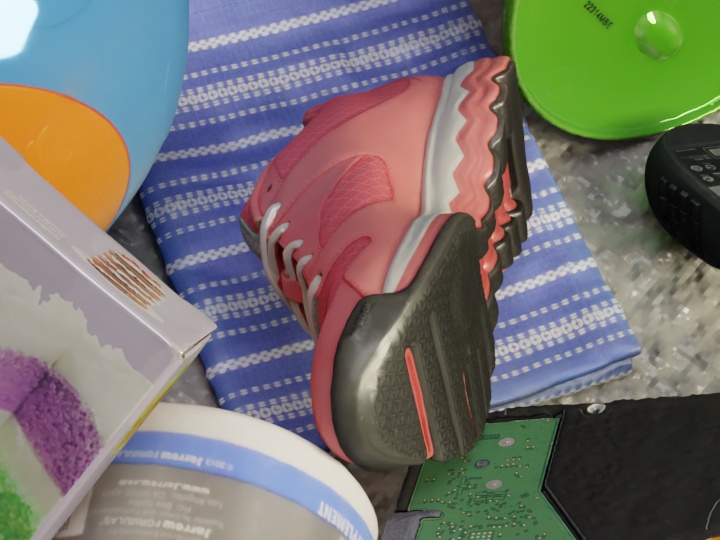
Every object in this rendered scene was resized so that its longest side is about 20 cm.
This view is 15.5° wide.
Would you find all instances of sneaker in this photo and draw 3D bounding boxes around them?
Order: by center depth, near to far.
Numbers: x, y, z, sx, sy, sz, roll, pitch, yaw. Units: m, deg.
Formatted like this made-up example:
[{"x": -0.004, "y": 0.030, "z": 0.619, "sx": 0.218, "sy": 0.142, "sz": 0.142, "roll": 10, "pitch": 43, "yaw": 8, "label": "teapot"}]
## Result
[{"x": 0.000, "y": 0.000, "z": 0.832, "sx": 0.087, "sy": 0.074, "sz": 0.200, "roll": -2, "pitch": 30, "yaw": 14, "label": "sneaker"}]

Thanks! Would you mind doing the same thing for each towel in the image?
[{"x": -0.003, "y": -0.032, "z": 0.916, "sx": 0.145, "sy": 0.024, "sz": 0.200, "roll": -15, "pitch": 60, "yaw": -15, "label": "towel"}]

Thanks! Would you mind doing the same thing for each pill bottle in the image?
[{"x": -0.063, "y": 0.147, "z": 0.735, "sx": 0.114, "sy": 0.114, "sz": 0.200, "roll": 10, "pitch": 56, "yaw": 0, "label": "pill bottle"}]

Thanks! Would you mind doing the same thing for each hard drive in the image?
[{"x": 0.103, "y": 0.086, "z": 0.749, "sx": 0.200, "sy": 0.038, "sz": 0.140, "roll": -5, "pitch": 30, "yaw": 17, "label": "hard drive"}]

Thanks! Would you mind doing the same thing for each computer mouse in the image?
[{"x": 0.156, "y": 0.007, "z": 0.868, "sx": 0.059, "sy": 0.034, "sz": 0.200, "roll": -6, "pitch": 31, "yaw": -25, "label": "computer mouse"}]

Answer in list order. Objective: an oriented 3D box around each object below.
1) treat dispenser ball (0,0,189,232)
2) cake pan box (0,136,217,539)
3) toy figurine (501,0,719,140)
[{"x": -0.154, "y": -0.079, "z": 0.822, "sx": 0.200, "sy": 0.201, "sz": 0.201, "roll": 3, "pitch": 56, "yaw": -5, "label": "treat dispenser ball"}, {"x": -0.170, "y": 0.024, "z": 0.710, "sx": 0.200, "sy": 0.052, "sz": 0.184, "roll": 41, "pitch": 99, "yaw": 2, "label": "cake pan box"}, {"x": 0.061, "y": -0.170, "z": 0.938, "sx": 0.150, "sy": 0.200, "sz": 0.184, "roll": -44, "pitch": 51, "yaw": 10, "label": "toy figurine"}]
